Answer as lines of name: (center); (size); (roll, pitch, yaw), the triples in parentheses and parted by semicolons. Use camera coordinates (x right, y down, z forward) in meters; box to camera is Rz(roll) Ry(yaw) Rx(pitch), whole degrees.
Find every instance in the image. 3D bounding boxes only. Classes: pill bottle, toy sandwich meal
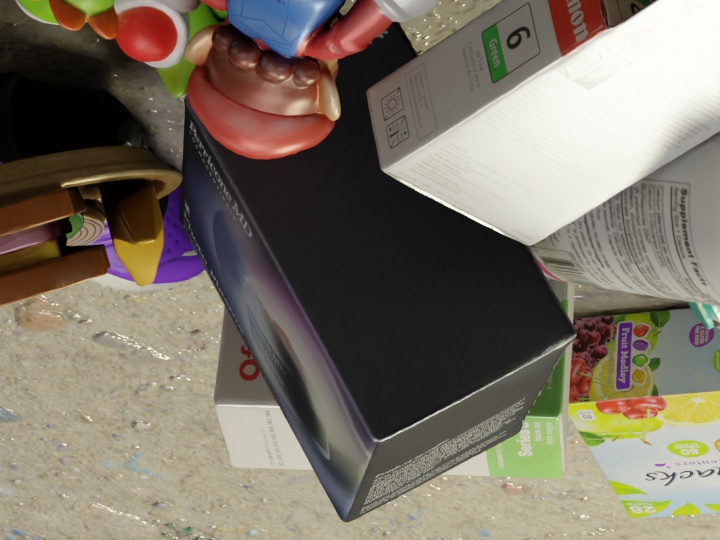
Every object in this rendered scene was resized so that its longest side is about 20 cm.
pill bottle: (0.171, -0.041, 1.303); (0.199, 0.114, 0.113); (9, 161, 46)
toy sandwich meal: (-0.175, -0.009, 1.393); (0.204, 0.071, 0.205); (-15, 175, -1)

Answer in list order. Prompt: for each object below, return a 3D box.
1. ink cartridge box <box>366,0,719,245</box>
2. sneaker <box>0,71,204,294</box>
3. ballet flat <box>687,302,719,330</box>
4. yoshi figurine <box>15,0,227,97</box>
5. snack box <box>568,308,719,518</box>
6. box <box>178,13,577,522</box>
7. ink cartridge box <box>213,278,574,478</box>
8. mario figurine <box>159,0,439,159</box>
ink cartridge box: (0.112, -0.091, 1.220); (0.200, 0.051, 0.109); (-32, 142, 30)
sneaker: (-0.146, -0.053, 1.530); (0.200, 0.070, 0.099); (26, 143, -33)
ballet flat: (0.189, -0.034, 1.524); (0.064, 0.076, 0.200); (-33, 147, 4)
yoshi figurine: (-0.117, -0.162, 1.335); (0.200, 0.113, 0.112); (17, -167, -47)
snack box: (0.244, 0.087, 1.712); (0.199, 0.068, 0.169); (-4, 149, 19)
box: (0.000, 0.000, 1.403); (0.123, 0.201, 0.198); (-27, 167, -13)
ink cartridge box: (0.022, 0.036, 1.579); (0.199, 0.146, 0.084); (1, 151, 7)
mario figurine: (-0.031, -0.138, 1.241); (0.106, 0.124, 0.200); (-19, 150, -22)
